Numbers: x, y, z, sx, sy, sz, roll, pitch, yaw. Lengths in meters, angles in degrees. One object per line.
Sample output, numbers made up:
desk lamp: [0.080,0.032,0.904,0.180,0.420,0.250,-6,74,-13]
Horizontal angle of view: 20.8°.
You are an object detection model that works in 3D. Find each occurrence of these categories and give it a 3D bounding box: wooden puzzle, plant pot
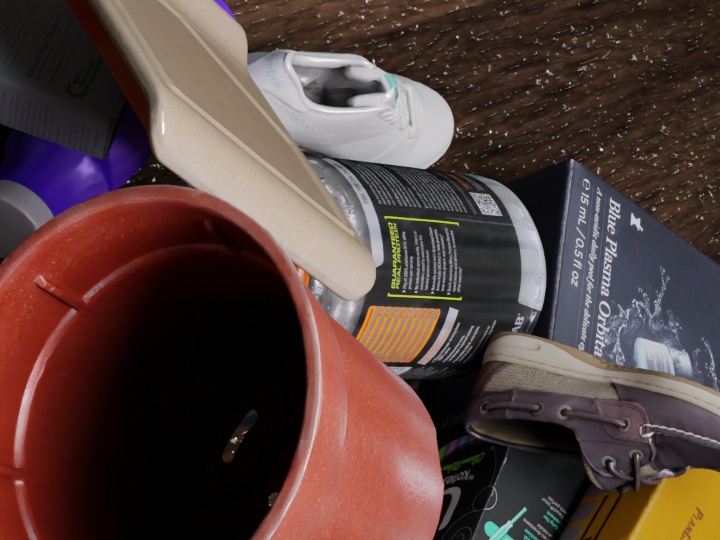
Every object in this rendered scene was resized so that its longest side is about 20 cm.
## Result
wooden puzzle: [-0.082,-0.087,0.963,0.185,0.037,0.201,38,19,-50]
plant pot: [-0.064,0.087,0.927,0.195,0.199,0.203,34,51,-58]

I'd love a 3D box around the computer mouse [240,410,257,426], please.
computer mouse: [-0.027,0.010,1.192,0.199,0.046,0.142,-13,86,-46]

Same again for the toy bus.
toy bus: [0.150,0.161,1.072,0.065,0.078,0.200,50,47,-14]

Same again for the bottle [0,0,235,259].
bottle: [-0.143,-0.083,1.084,0.065,0.083,0.200,44,49,-12]

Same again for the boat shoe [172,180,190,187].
boat shoe: [-0.109,-0.003,1.103,0.067,0.057,0.200,51,46,-5]

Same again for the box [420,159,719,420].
box: [0.152,0.066,1.300,0.199,0.117,0.198,31,56,-35]

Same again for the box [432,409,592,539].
box: [0.059,0.195,1.136,0.124,0.148,0.201,42,51,-21]

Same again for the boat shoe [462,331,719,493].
boat shoe: [0.140,0.088,1.047,0.072,0.199,0.065,45,68,-49]

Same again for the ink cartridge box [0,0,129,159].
ink cartridge box: [-0.197,-0.170,1.050,0.198,0.041,0.201,21,50,-4]

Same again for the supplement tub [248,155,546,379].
supplement tub: [0.000,0.000,1.105,0.199,0.122,0.124,5,73,-44]

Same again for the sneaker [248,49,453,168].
sneaker: [0.002,-0.103,1.231,0.199,0.088,0.076,3,72,-44]
